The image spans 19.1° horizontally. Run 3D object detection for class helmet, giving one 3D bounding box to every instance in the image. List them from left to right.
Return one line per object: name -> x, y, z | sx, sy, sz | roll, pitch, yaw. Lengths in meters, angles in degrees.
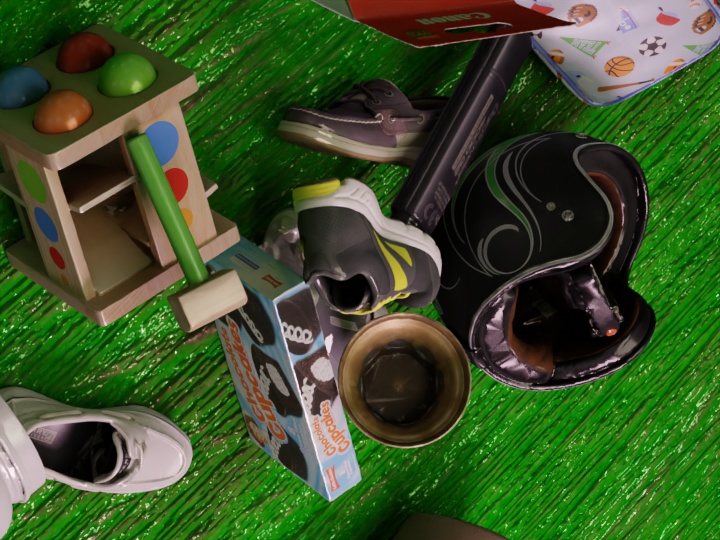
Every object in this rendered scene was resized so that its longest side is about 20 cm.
helmet -> 0.150, -0.018, 1.767 | 0.198, 0.191, 0.201 | -5, 133, -5

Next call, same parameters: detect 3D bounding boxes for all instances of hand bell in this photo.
hand bell -> 0.024, 0.101, 1.727 | 0.104, 0.104, 0.200 | -50, 178, -12

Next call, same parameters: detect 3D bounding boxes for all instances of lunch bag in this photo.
lunch bag -> 0.198, -0.227, 1.756 | 0.159, 0.076, 0.200 | -27, 138, 21

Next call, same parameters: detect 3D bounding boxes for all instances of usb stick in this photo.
usb stick -> 0.081, -0.114, 1.691 | 0.201, 0.032, 0.056 | -62, 155, -16

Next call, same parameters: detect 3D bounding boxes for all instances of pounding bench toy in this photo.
pounding bench toy -> -0.159, -0.063, 1.454 | 0.124, 0.199, 0.157 | -32, 129, -26

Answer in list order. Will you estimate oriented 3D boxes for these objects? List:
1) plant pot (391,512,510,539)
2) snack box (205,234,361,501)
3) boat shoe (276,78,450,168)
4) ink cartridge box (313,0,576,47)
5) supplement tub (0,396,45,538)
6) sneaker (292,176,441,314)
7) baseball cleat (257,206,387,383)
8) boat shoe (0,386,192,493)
plant pot -> 0.066, 0.312, 1.873 | 0.200, 0.199, 0.176 | 37, 65, -45
snack box -> -0.065, 0.073, 1.665 | 0.037, 0.116, 0.201 | -31, 128, -23
boat shoe -> 0.010, -0.119, 1.678 | 0.199, 0.072, 0.065 | 5, 99, -49
ink cartridge box -> 0.037, -0.219, 1.557 | 0.161, 0.199, 0.051 | -12, 118, -38
supplement tub -> -0.327, 0.157, 1.445 | 0.200, 0.145, 0.146 | -39, 131, -22
sneaker -> 0.000, 0.000, 1.616 | 0.200, 0.074, 0.085 | 36, 53, -55
baseball cleat -> -0.028, 0.020, 1.719 | 0.106, 0.069, 0.201 | -34, 139, -36
boat shoe -> -0.195, 0.134, 1.612 | 0.199, 0.066, 0.072 | 25, 92, -46
